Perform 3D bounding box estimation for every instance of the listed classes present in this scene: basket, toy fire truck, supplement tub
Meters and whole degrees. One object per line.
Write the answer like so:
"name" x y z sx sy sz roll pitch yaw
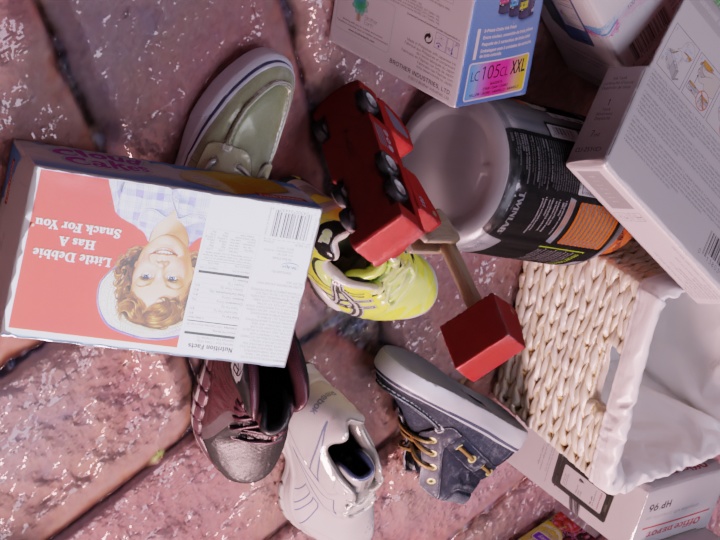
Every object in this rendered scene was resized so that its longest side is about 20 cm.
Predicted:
"basket" 0.242 0.055 1.776 0.200 0.161 0.198 -13 124 -41
"toy fire truck" 0.040 -0.031 1.476 0.049 0.200 0.141 -35 136 19
"supplement tub" 0.130 -0.068 1.606 0.200 0.123 0.123 8 109 -49

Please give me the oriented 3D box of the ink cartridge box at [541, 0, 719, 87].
"ink cartridge box" 0.203 -0.247 1.588 0.145 0.087 0.200 -49 142 -9

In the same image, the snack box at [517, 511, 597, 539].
"snack box" 0.136 0.347 1.940 0.200 0.068 0.169 -28 134 -28

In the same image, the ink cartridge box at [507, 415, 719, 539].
"ink cartridge box" 0.239 0.181 1.825 0.116 0.200 0.068 -10 125 -42

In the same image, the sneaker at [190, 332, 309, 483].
"sneaker" -0.077 0.101 1.498 0.076 0.116 0.200 -8 127 -13

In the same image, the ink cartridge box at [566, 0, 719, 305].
"ink cartridge box" 0.260 -0.098 1.612 0.200 0.045 0.176 42 64 -36

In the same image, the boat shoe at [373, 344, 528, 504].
"boat shoe" 0.059 0.135 1.713 0.091 0.071 0.200 -52 138 5

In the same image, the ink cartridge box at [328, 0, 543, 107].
"ink cartridge box" 0.061 -0.230 1.412 0.076 0.136 0.200 -18 128 -40

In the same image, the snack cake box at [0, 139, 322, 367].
"snack cake box" -0.136 -0.009 1.352 0.200 0.067 0.115 8 105 -24

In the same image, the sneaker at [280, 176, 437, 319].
"sneaker" 0.000 0.000 1.543 0.200 0.076 0.075 27 95 -51

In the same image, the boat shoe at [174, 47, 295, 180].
"boat shoe" -0.095 -0.057 1.429 0.072 0.062 0.200 22 99 -50

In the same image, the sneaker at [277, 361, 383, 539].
"sneaker" -0.020 0.164 1.638 0.075 0.087 0.200 -41 140 -21
